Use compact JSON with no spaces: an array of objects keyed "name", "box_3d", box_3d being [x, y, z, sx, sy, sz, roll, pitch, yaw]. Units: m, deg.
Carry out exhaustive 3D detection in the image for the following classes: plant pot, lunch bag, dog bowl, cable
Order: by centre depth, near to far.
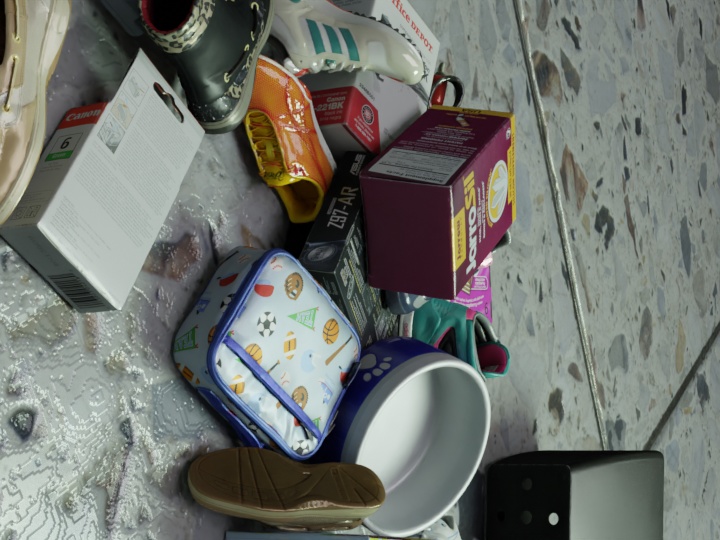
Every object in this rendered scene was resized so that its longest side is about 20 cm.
[{"name":"lunch bag","box_3d":[-0.083,0.086,1.149,0.200,0.075,0.161,52,55,-39]},{"name":"dog bowl","box_3d":[0.043,0.175,1.272,0.199,0.079,0.202,-19,120,-36]},{"name":"cable","box_3d":[0.068,-0.159,1.418,0.050,0.096,0.202,126,-30,-83]},{"name":"plant pot","box_3d":[0.272,0.331,1.593,0.177,0.198,0.202,17,72,-44]}]

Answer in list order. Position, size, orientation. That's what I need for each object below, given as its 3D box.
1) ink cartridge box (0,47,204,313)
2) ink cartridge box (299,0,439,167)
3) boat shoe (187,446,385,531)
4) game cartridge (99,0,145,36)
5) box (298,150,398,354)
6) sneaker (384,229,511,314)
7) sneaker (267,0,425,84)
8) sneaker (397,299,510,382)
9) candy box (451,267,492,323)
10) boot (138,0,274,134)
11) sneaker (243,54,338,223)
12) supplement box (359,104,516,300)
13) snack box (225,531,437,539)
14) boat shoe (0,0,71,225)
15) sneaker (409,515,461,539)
[{"name":"ink cartridge box","box_3d":[-0.209,-0.077,0.999,0.109,0.050,0.201,54,44,-40]},{"name":"ink cartridge box","box_3d":[0.007,-0.205,1.319,0.144,0.083,0.202,41,53,-48]},{"name":"boat shoe","box_3d":[-0.074,0.217,1.130,0.198,0.065,0.072,12,40,-26]},{"name":"game cartridge","box_3d":[-0.200,-0.324,1.053,0.134,0.040,0.201,53,45,-45]},{"name":"box","box_3d":[0.000,0.000,1.276,0.201,0.043,0.161,71,32,-50]},{"name":"sneaker","box_3d":[0.099,-0.012,1.337,0.200,0.081,0.071,-44,129,-47]},{"name":"sneaker","box_3d":[-0.036,-0.218,1.198,0.199,0.070,0.094,28,79,-5]},{"name":"sneaker","box_3d":[0.113,0.118,1.389,0.084,0.120,0.202,-59,149,-50]},{"name":"candy box","box_3d":[0.105,-0.032,1.476,0.136,0.061,0.202,1,86,-57]},{"name":"boot","box_3d":[-0.134,-0.244,1.065,0.154,0.073,0.205,64,30,-64]},{"name":"sneaker","box_3d":[-0.077,-0.130,1.188,0.201,0.072,0.078,58,38,-36]},{"name":"supplement box","box_3d":[0.087,-0.078,1.260,0.200,0.102,0.132,-48,141,-51]},{"name":"snack box","box_3d":[-0.009,0.290,1.163,0.199,0.167,0.068,23,66,-53]},{"name":"boat shoe","box_3d":[-0.274,-0.131,0.892,0.069,0.073,0.202,24,65,-41]},{"name":"sneaker","box_3d":[0.064,0.323,1.377,0.200,0.074,0.088,6,74,-65]}]
